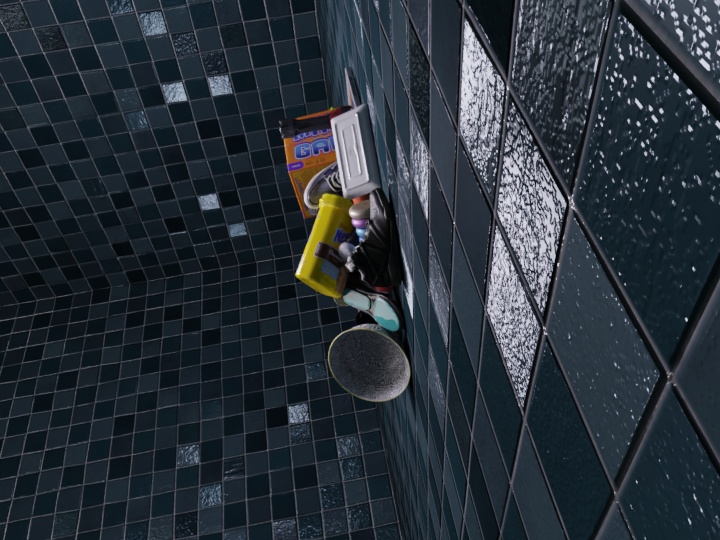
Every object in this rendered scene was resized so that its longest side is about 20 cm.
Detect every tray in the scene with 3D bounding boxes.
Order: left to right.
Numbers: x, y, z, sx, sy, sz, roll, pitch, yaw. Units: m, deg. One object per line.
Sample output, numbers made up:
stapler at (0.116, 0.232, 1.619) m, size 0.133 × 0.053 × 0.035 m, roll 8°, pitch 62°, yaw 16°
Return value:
tray at (-0.016, -0.270, 1.498) m, size 0.022 × 0.106 × 0.205 m, roll 3°, pitch -105°, yaw -56°

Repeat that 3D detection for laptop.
laptop at (0.021, 0.051, 1.727) m, size 0.178 × 0.101 × 0.204 m, roll 88°, pitch 172°, yaw -66°

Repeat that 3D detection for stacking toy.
stacking toy at (0.035, -0.050, 1.444) m, size 0.086 × 0.083 × 0.204 m, roll -108°, pitch 4°, yaw -70°

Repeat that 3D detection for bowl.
bowl at (0.031, 0.194, 1.522) m, size 0.095 × 0.196 × 0.205 m, roll -59°, pitch -33°, yaw -55°

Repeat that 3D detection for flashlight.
flashlight at (-0.116, -0.391, 1.741) m, size 0.068 × 0.195 × 0.069 m, roll 83°, pitch 177°, yaw -58°

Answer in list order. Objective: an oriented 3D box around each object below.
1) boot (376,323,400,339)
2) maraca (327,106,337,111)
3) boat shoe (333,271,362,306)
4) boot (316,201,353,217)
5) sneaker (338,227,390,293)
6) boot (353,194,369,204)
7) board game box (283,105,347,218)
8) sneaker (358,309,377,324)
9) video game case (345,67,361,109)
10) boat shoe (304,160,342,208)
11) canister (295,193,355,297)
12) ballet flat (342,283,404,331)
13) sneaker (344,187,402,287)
boot at (0.024, 0.169, 1.608) m, size 0.202 × 0.143 × 0.071 m, roll 85°, pitch 176°, yaw -51°
maraca at (-0.072, -0.415, 2.044) m, size 0.202 × 0.104 × 0.139 m, roll 84°, pitch 175°, yaw -53°
boat shoe at (0.000, 0.000, 1.621) m, size 0.202 × 0.074 × 0.068 m, roll -59°, pitch -3°, yaw -5°
boot at (-0.036, -0.104, 1.826) m, size 0.073 × 0.178 × 0.203 m, roll 52°, pitch 152°, yaw 42°
sneaker at (0.033, -0.035, 1.534) m, size 0.200 × 0.074 × 0.115 m, roll 46°, pitch -117°, yaw -42°
boot at (0.002, -0.191, 1.690) m, size 0.200 × 0.073 × 0.109 m, roll -111°, pitch 7°, yaw -71°
board game box at (-0.101, -0.308, 1.879) m, size 0.202 × 0.195 × 0.203 m, roll 75°, pitch -178°, yaw -55°
sneaker at (0.040, 0.134, 1.852) m, size 0.116 × 0.074 × 0.203 m, roll 71°, pitch 178°, yaw -60°
video game case at (-0.014, -0.427, 1.747) m, size 0.145 × 0.017 × 0.202 m, roll 84°, pitch 176°, yaw -46°
boat shoe at (-0.052, -0.222, 1.566) m, size 0.075 × 0.200 × 0.093 m, roll 47°, pitch 178°, yaw -15°
canister at (-0.065, -0.054, 1.538) m, size 0.148 × 0.085 × 0.204 m, roll 37°, pitch -110°, yaw -55°
ballet flat at (0.044, 0.078, 1.509) m, size 0.198 × 0.072 × 0.074 m, roll 26°, pitch 135°, yaw 42°
sneaker at (0.019, -0.064, 1.338) m, size 0.076 × 0.111 × 0.204 m, roll -171°, pitch 74°, yaw -85°
